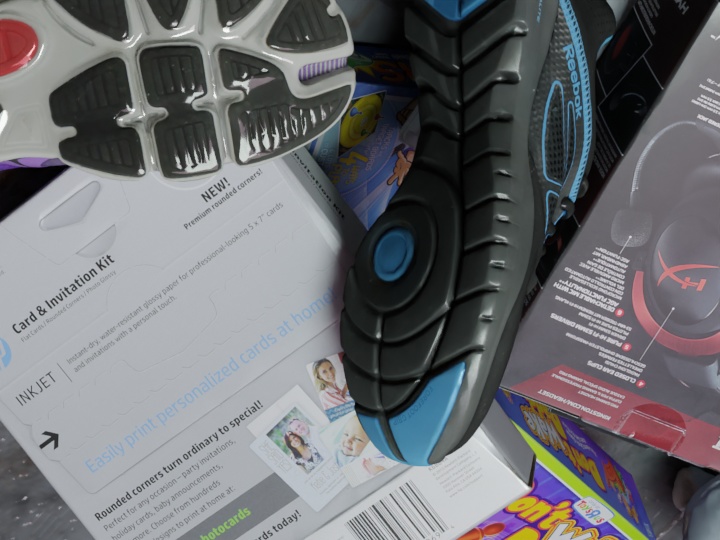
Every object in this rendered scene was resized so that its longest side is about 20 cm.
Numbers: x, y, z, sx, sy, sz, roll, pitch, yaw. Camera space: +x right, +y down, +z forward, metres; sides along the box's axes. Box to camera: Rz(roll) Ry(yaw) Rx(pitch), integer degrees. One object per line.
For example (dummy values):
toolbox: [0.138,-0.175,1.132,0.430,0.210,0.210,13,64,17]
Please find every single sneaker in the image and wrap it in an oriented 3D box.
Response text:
sneaker: [0.052,-0.024,0.711,0.082,0.073,0.200,22,78,-45]
sneaker: [-0.101,-0.071,0.691,0.200,0.083,0.081,-5,99,6]

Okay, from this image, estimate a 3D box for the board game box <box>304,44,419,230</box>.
board game box: [0.000,0.000,0.833,0.135,0.034,0.200,3,126,-25]

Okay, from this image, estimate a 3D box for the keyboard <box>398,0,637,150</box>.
keyboard: [0.091,-0.121,0.766,0.056,0.011,0.200,29,100,-37]

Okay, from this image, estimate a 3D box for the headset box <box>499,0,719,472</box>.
headset box: [0.144,-0.009,0.789,0.148,0.075,0.200,21,115,-16]

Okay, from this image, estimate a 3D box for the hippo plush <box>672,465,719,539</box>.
hippo plush: [0.226,0.095,0.964,0.161,0.160,0.200,-26,177,21]

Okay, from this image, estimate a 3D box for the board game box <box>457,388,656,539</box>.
board game box: [0.030,0.102,0.871,0.134,0.045,0.200,-30,141,16]

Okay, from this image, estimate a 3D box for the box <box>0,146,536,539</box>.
box: [-0.053,0.041,0.759,0.156,0.041,0.200,-36,98,15]
